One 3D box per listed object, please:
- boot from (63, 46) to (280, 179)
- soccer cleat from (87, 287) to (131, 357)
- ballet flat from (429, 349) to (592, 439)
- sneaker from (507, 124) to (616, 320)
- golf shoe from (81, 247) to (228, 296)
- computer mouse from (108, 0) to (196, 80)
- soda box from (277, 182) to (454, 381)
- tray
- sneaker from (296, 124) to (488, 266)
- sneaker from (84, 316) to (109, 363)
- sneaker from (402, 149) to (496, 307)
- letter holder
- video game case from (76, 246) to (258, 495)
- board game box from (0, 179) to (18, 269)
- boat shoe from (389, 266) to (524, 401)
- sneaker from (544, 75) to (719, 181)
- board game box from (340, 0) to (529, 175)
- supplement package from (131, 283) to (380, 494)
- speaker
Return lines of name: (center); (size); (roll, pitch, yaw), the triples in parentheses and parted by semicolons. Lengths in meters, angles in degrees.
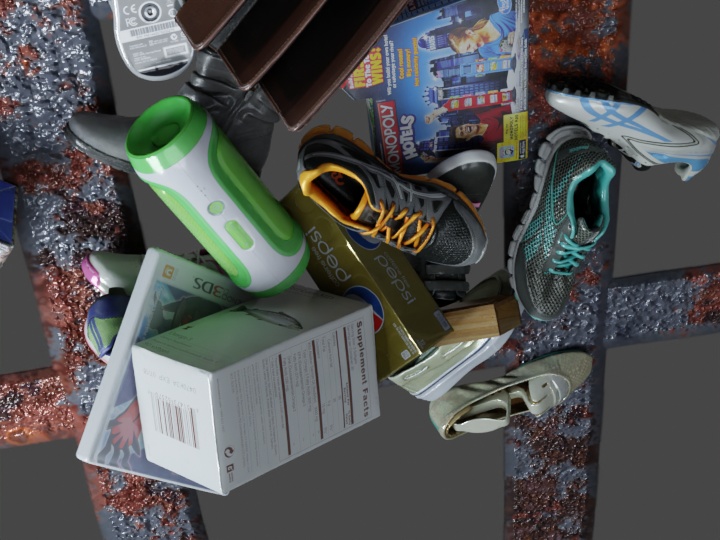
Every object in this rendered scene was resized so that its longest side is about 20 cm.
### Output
boot: (-0.163, -0.154, 1.231); (0.198, 0.070, 0.132); (8, 121, -28)
soccer cleat: (-0.177, 0.082, 1.303); (0.199, 0.084, 0.065); (22, 128, -34)
ballet flat: (0.178, 0.150, 1.535); (0.198, 0.063, 0.068); (-18, 130, 3)
sneaker: (0.204, -0.039, 1.336); (0.077, 0.091, 0.202); (1, 109, -21)
golf shoe: (-0.182, 0.006, 1.349); (0.199, 0.075, 0.092); (20, 114, -35)
computer mouse: (-0.192, -0.259, 1.147); (0.109, 0.044, 0.201); (-13, 124, -7)
soda box: (0.000, 0.000, 1.297); (0.068, 0.064, 0.201); (-37, 84, 41)
tray: (0.058, 0.060, 1.383); (0.198, 0.099, 0.037); (-12, 91, 21)
sneaker: (0.024, -0.055, 1.232); (0.199, 0.077, 0.079); (27, 120, -3)
sneaker: (-0.216, 0.102, 1.388); (0.199, 0.076, 0.104); (22, 140, -38)
sneaker: (0.090, -0.031, 1.308); (0.070, 0.100, 0.200); (1, 150, -20)
letter holder: (-0.042, -0.234, 1.103); (0.100, 0.142, 0.200); (32, 104, -34)
video game case: (-0.160, 0.100, 1.263); (0.182, 0.023, 0.202); (24, 83, -46)
board game box: (-0.437, -0.009, 1.260); (0.158, 0.097, 0.200); (23, 121, -26)
boat shoe: (0.104, 0.070, 1.450); (0.062, 0.072, 0.200); (20, 125, -31)
sneaker: (0.263, -0.138, 1.313); (0.198, 0.072, 0.073); (16, 109, -23)
board game box: (0.054, -0.185, 1.242); (0.198, 0.062, 0.201); (-7, 132, -2)
supplement package: (-0.092, 0.102, 1.234); (0.199, 0.116, 0.118); (-21, 114, -42)
speaker: (-0.126, -0.064, 1.210); (0.088, 0.089, 0.200); (-28, 131, 12)
